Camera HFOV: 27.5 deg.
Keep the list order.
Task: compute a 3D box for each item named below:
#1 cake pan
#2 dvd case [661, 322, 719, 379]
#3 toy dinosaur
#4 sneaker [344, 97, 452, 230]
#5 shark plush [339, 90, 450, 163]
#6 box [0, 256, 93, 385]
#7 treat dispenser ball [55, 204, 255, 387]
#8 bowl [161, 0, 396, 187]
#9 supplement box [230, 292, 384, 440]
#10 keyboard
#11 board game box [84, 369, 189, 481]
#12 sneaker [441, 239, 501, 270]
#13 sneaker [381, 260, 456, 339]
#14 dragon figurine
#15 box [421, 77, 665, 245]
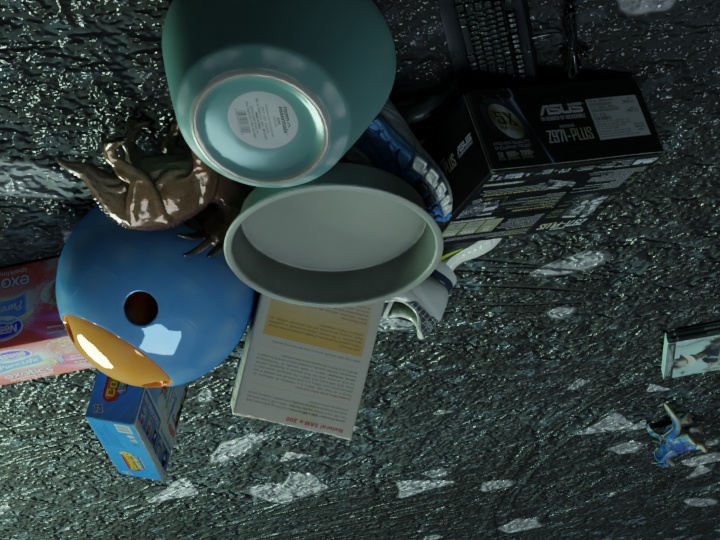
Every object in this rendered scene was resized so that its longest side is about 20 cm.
[{"bbox_3d":[-0.024,-0.032,1.339,0.199,0.037,0.201,-1,147,-1],"label":"cake pan"},{"bbox_3d":[0.528,0.104,2.084,0.199,0.022,0.146,-9,155,4],"label":"dvd case"},{"bbox_3d":[-0.177,-0.068,1.367,0.199,0.086,0.136,-5,113,-11],"label":"toy dinosaur"},{"bbox_3d":[0.022,-0.122,1.343,0.075,0.087,0.200,-25,124,26],"label":"sneaker"},{"bbox_3d":[-0.014,-0.134,1.384,0.199,0.091,0.084,-5,124,6],"label":"shark plush"},{"bbox_3d":[-0.379,0.060,1.634,0.199,0.103,0.095,-10,155,7],"label":"box"},{"bbox_3d":[-0.205,0.017,1.478,0.200,0.202,0.201,-6,155,-3],"label":"treat dispenser ball"},{"bbox_3d":[-0.075,-0.146,1.206,0.199,0.105,0.202,5,134,5],"label":"bowl"},{"bbox_3d":[-0.049,0.059,1.498,0.125,0.201,0.074,14,-178,-9],"label":"supplement box"},{"bbox_3d":[0.144,-0.204,1.332,0.126,0.021,0.200,-12,155,8],"label":"keyboard"},{"bbox_3d":[-0.240,0.112,1.666,0.056,0.197,0.200,9,155,7],"label":"board game box"},{"bbox_3d":[0.071,-0.029,1.630,0.084,0.075,0.200,19,135,-34],"label":"sneaker"},{"bbox_3d":[0.000,0.000,1.570,0.199,0.081,0.076,23,165,12],"label":"sneaker"},{"bbox_3d":[0.497,0.273,2.381,0.099,0.059,0.200,-20,153,22],"label":"dragon figurine"},{"bbox_3d":[0.163,-0.103,1.428,0.199,0.087,0.164,-8,158,-25],"label":"box"}]
